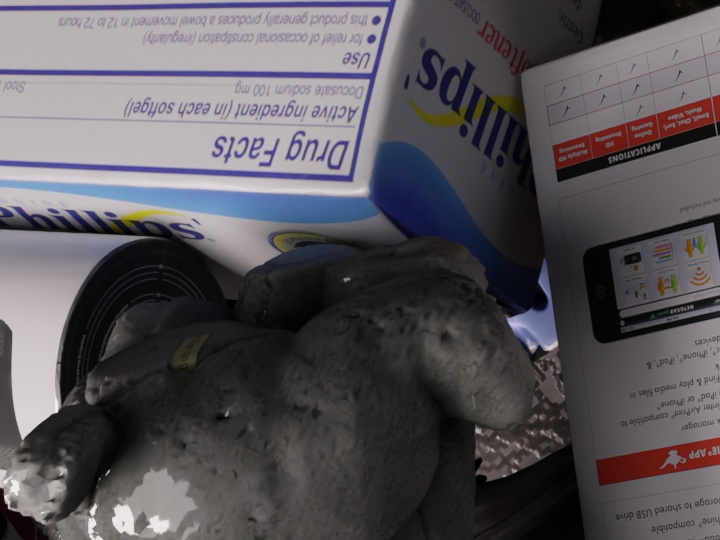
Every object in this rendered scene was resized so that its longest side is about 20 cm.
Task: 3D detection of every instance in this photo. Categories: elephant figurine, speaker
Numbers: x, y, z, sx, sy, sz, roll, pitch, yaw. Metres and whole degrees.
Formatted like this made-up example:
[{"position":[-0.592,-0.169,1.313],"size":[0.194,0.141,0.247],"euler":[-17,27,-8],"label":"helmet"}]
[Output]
[{"position":[0.001,0.102,0.582],"size":[0.141,0.154,0.201],"euler":[-143,39,-74],"label":"elephant figurine"},{"position":[-0.139,0.025,0.710],"size":[0.199,0.081,0.082],"euler":[4,110,37],"label":"speaker"}]

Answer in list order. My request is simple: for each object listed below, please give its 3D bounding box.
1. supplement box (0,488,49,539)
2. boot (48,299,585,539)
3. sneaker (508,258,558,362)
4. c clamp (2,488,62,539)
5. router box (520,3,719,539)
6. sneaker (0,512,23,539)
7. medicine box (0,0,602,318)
[{"position":[-0.124,0.019,0.871],"size":[0.085,0.110,0.201],"euler":[15,116,29],"label":"supplement box"},{"position":[-0.025,0.055,0.730],"size":[0.175,0.199,0.069],"euler":[59,170,32],"label":"boot"},{"position":[0.001,0.000,0.802],"size":[0.199,0.080,0.116],"euler":[-30,86,33],"label":"sneaker"},{"position":[-0.121,0.107,0.816],"size":[0.200,0.027,0.171],"euler":[49,127,9],"label":"c clamp"},{"position":[0.143,0.011,0.581],"size":[0.199,0.049,0.181],"euler":[-14,79,40],"label":"router box"},{"position":[-0.181,0.095,0.806],"size":[0.200,0.075,0.115],"euler":[46,128,0],"label":"sneaker"},{"position":[-0.025,-0.099,0.696],"size":[0.181,0.103,0.201],"euler":[4,73,35],"label":"medicine box"}]
